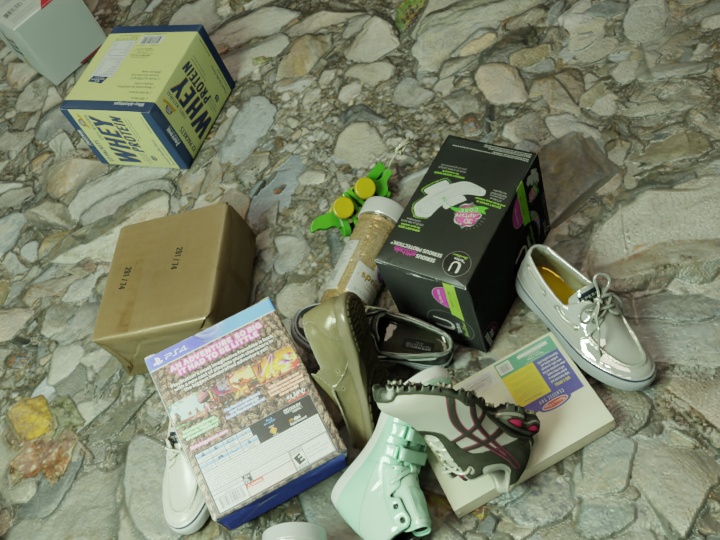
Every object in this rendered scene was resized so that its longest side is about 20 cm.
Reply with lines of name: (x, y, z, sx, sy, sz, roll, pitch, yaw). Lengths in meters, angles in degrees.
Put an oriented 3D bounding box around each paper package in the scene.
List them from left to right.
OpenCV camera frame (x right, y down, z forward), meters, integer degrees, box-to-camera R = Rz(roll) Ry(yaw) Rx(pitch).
paper package: (-0.253, 0.025, 1.165, 0.189, 0.104, 0.202, -11, 53, 17)

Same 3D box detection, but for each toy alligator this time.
toy alligator: (0.015, -0.106, 1.186, 0.200, 0.059, 0.054, -42, 92, -12)

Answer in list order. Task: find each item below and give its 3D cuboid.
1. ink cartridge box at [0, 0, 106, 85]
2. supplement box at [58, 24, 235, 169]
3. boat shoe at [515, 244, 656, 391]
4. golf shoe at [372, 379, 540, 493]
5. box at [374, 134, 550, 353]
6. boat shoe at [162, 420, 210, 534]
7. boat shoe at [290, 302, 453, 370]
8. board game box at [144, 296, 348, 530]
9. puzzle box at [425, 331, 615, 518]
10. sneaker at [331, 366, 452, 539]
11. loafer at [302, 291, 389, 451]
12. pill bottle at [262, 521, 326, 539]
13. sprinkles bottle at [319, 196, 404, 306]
ink cartridge box: (-0.638, -0.497, 1.684, 0.145, 0.145, 0.199, -46, 52, -13)
supplement box: (-0.356, -0.295, 1.424, 0.198, 0.135, 0.201, 7, 58, 27)
boat shoe: (0.255, 0.040, 0.936, 0.074, 0.087, 0.202, -24, 54, -21)
golf shoe: (0.096, 0.162, 0.836, 0.077, 0.198, 0.089, -10, 63, 60)
box: (0.130, -0.033, 1.017, 0.123, 0.149, 0.201, 18, 63, 30)
boat shoe: (-0.212, 0.215, 1.028, 0.070, 0.070, 0.202, -9, 52, 16)
boat shoe: (0.016, 0.069, 0.992, 0.197, 0.071, 0.073, 8, 66, -2)
board game box: (-0.127, 0.163, 0.959, 0.158, 0.097, 0.201, -26, 69, -10)
puzzle box: (0.163, 0.168, 0.935, 0.199, 0.026, 0.134, -29, 49, 0)
sneaker: (0.060, 0.208, 0.889, 0.118, 0.073, 0.202, 42, 105, 44)
loafer: (-0.014, 0.117, 0.948, 0.067, 0.202, 0.076, -3, 21, 23)
pill bottle: (-0.064, 0.360, 0.833, 0.110, 0.111, 0.202, -14, 52, 13)
sprinkles bottle: (0.000, 0.000, 1.101, 0.068, 0.068, 0.201, 10, 60, 28)
